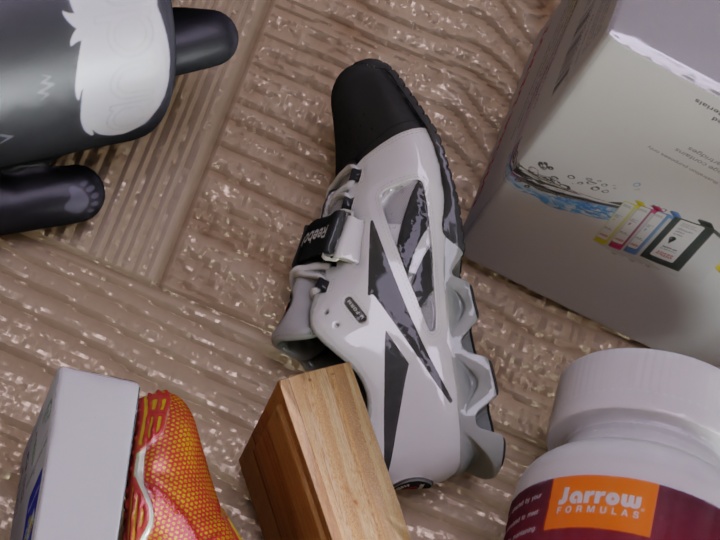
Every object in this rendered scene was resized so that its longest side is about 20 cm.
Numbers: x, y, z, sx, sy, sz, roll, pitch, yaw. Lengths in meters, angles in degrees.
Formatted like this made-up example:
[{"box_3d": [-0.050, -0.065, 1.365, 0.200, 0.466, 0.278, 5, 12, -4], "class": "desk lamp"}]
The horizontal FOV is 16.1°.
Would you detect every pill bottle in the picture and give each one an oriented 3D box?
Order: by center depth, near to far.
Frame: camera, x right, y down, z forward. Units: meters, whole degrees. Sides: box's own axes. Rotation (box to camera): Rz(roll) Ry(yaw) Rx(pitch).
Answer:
[{"box_3d": [0.110, 0.141, 1.074, 0.109, 0.110, 0.201, 18, 61, -7], "class": "pill bottle"}]

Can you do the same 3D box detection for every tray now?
[{"box_3d": [0.002, 0.150, 1.040, 0.037, 0.099, 0.201, -14, 70, -18], "class": "tray"}]

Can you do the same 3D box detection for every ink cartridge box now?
[{"box_3d": [-0.126, 0.149, 1.006, 0.039, 0.100, 0.201, 13, 62, -11], "class": "ink cartridge box"}, {"box_3d": [0.156, -0.077, 1.144, 0.144, 0.200, 0.148, 26, 60, -5], "class": "ink cartridge box"}]

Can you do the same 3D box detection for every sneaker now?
[{"box_3d": [-0.057, 0.146, 1.043, 0.077, 0.073, 0.201, -11, 79, -7], "class": "sneaker"}, {"box_3d": [0.000, 0.000, 1.130, 0.088, 0.074, 0.201, -8, 71, -15], "class": "sneaker"}]

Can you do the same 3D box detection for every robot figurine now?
[{"box_3d": [-0.158, -0.107, 1.111, 0.199, 0.125, 0.151, -14, 63, -22], "class": "robot figurine"}]
